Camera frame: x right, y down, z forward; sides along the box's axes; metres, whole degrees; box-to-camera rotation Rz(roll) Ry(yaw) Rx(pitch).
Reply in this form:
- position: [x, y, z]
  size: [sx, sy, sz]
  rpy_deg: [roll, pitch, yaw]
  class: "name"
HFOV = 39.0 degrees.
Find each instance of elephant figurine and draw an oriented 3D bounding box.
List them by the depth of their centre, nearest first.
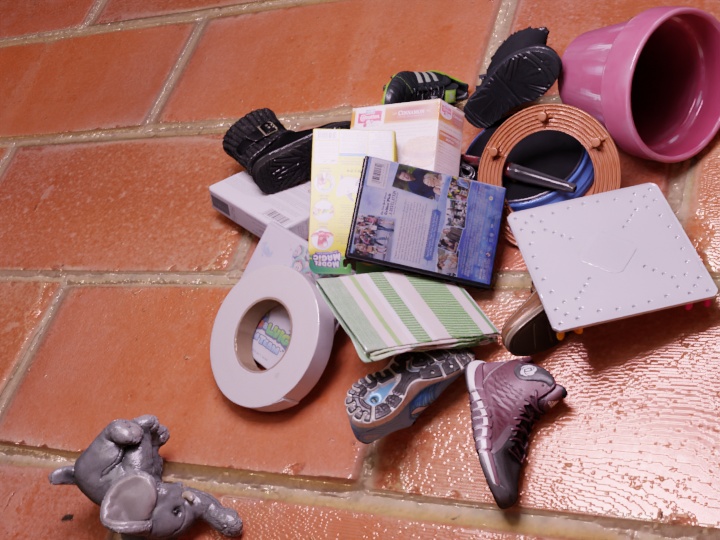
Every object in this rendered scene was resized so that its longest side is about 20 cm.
- position: [-0.275, 0.296, 1.305]
  size: [0.155, 0.141, 0.200]
  rpy_deg: [-48, 58, 24]
  class: "elephant figurine"

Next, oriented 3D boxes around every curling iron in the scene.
- position: [0.207, -0.129, 1.417]
  size: [0.199, 0.026, 0.050]
  rpy_deg: [13, 81, 29]
  class: "curling iron"

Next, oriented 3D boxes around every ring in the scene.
- position: [0.249, -0.124, 1.366]
  size: [0.200, 0.019, 0.201]
  rpy_deg: [1, 92, 28]
  class: "ring"

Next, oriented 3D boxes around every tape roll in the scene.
- position: [-0.124, 0.093, 1.397]
  size: [0.202, 0.037, 0.203]
  rpy_deg: [-13, 67, 34]
  class: "tape roll"

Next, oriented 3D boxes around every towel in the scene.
- position: [0.061, 0.052, 1.296]
  size: [0.199, 0.023, 0.153]
  rpy_deg: [-6, 41, -28]
  class: "towel"

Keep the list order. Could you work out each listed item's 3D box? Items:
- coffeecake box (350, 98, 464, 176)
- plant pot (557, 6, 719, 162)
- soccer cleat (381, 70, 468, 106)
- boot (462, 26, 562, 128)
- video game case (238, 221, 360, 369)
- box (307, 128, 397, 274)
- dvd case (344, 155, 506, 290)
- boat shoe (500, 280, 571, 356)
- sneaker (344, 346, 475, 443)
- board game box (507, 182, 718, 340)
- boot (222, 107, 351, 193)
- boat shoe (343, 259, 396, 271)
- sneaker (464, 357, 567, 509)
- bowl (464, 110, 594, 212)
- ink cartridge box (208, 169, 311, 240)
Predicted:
- position: [0.058, -0.133, 1.449]
  size: [0.153, 0.073, 0.201]
  rpy_deg: [1, 80, 37]
  class: "coffeecake box"
- position: [0.374, -0.260, 1.389]
  size: [0.200, 0.200, 0.179]
  rpy_deg: [-45, 32, -12]
  class: "plant pot"
- position: [0.100, -0.273, 1.562]
  size: [0.081, 0.068, 0.200]
  rpy_deg: [15, 25, 27]
  class: "soccer cleat"
- position: [0.240, -0.305, 1.500]
  size: [0.198, 0.073, 0.163]
  rpy_deg: [-35, 17, 51]
  class: "boot"
- position: [-0.105, 0.047, 1.437]
  size: [0.200, 0.024, 0.182]
  rpy_deg: [31, 96, 41]
  class: "video game case"
- position: [-0.010, -0.090, 1.384]
  size: [0.117, 0.048, 0.201]
  rpy_deg: [2, 77, 2]
  class: "box"
- position: [0.088, -0.063, 1.353]
  size: [0.199, 0.018, 0.143]
  rpy_deg: [13, 78, -6]
  class: "dvd case"
- position: [0.247, 0.035, 1.283]
  size: [0.200, 0.072, 0.068]
  rpy_deg: [-31, 44, -19]
  class: "boat shoe"
- position: [0.059, 0.147, 1.278]
  size: [0.200, 0.090, 0.078]
  rpy_deg: [-29, 55, -27]
  class: "sneaker"
- position: [0.303, -0.014, 1.249]
  size: [0.199, 0.026, 0.200]
  rpy_deg: [-12, 47, -3]
  class: "board game box"
- position: [-0.107, -0.212, 1.642]
  size: [0.211, 0.080, 0.158]
  rpy_deg: [-19, 36, -16]
  class: "boot"
- position: [0.000, 0.000, 1.435]
  size: [0.200, 0.070, 0.072]
  rpy_deg: [3, 62, 33]
  class: "boat shoe"
- position: [0.191, 0.176, 1.192]
  size: [0.115, 0.076, 0.200]
  rpy_deg: [-16, 47, 11]
  class: "sneaker"
- position: [0.239, -0.154, 1.463]
  size: [0.200, 0.039, 0.201]
  rpy_deg: [-14, 48, 17]
  class: "bowl"
- position: [-0.115, -0.117, 1.615]
  size: [0.173, 0.044, 0.200]
  rpy_deg: [-29, 40, -30]
  class: "ink cartridge box"
